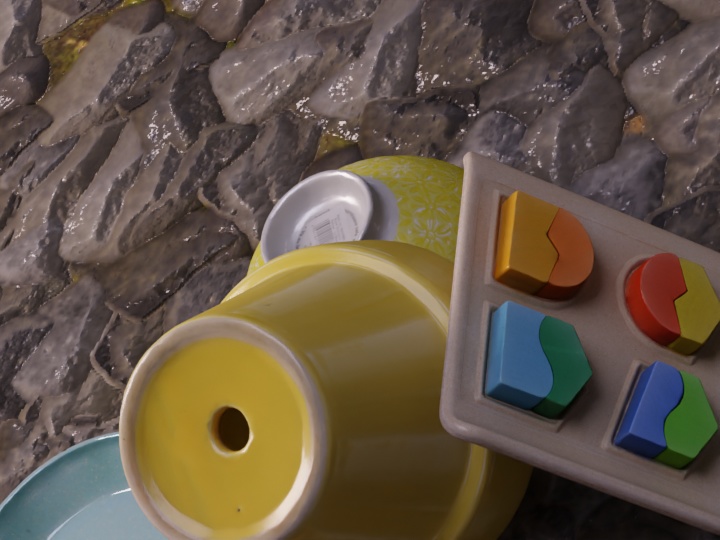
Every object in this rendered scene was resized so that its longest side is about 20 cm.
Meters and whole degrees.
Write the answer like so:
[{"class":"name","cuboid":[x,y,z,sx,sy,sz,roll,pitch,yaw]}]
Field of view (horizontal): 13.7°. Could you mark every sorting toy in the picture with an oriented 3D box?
[{"class":"sorting toy","cuboid":[0.134,0.036,1.655,0.036,0.185,0.201,-47,29,46]}]

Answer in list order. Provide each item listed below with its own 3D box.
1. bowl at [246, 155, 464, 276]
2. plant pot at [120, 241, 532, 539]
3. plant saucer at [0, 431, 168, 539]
[{"class":"bowl","cuboid":[0.000,0.000,1.828,0.200,0.108,0.201,-20,47,23]},{"class":"plant pot","cuboid":[-0.029,0.085,1.657,0.200,0.189,0.202,0,91,28]},{"class":"plant saucer","cuboid":[-0.161,0.194,1.848,0.199,0.036,0.201,-20,49,24]}]
